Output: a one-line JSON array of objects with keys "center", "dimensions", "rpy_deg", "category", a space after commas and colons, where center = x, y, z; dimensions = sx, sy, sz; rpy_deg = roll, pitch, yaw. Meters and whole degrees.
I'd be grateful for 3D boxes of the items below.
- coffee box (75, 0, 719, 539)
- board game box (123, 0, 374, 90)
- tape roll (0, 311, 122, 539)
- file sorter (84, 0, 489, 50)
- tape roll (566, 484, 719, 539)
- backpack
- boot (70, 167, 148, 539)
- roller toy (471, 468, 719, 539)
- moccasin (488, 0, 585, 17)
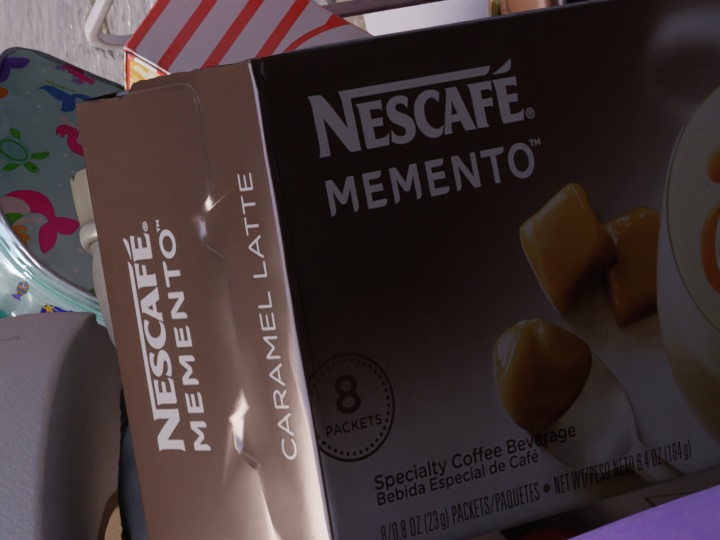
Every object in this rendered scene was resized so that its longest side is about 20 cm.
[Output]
[{"center": [0.043, -0.005, 0.708], "dimensions": [0.080, 0.199, 0.115], "rpy_deg": [-6, 94, 55], "category": "coffee box"}, {"center": [0.000, 0.000, 0.928], "dimensions": [0.151, 0.046, 0.200], "rpy_deg": [30, 156, 9], "category": "board game box"}, {"center": [-0.075, 0.114, 0.799], "dimensions": [0.203, 0.037, 0.204], "rpy_deg": [-7, -90, -82], "category": "tape roll"}, {"center": [-0.038, -0.150, 1.012], "dimensions": [0.139, 0.124, 0.201], "rpy_deg": [129, 128, -66], "category": "file sorter"}, {"center": [0.090, 0.097, 0.643], "dimensions": [0.200, 0.199, 0.066], "rpy_deg": [120, 137, -63], "category": "tape roll"}, {"center": [-0.118, 0.022, 1.211], "dimensions": [0.151, 0.177, 0.201], "rpy_deg": [-50, 24, 43], "category": "backpack"}, {"center": [-0.029, 0.079, 0.775], "dimensions": [0.182, 0.072, 0.201], "rpy_deg": [21, -123, -73], "category": "boot"}, {"center": [0.068, 0.147, 0.837], "dimensions": [0.200, 0.139, 0.183], "rpy_deg": [-33, 66, 60], "category": "roller toy"}, {"center": [0.057, -0.136, 0.830], "dimensions": [0.078, 0.073, 0.202], "rpy_deg": [34, 142, 55], "category": "moccasin"}]
